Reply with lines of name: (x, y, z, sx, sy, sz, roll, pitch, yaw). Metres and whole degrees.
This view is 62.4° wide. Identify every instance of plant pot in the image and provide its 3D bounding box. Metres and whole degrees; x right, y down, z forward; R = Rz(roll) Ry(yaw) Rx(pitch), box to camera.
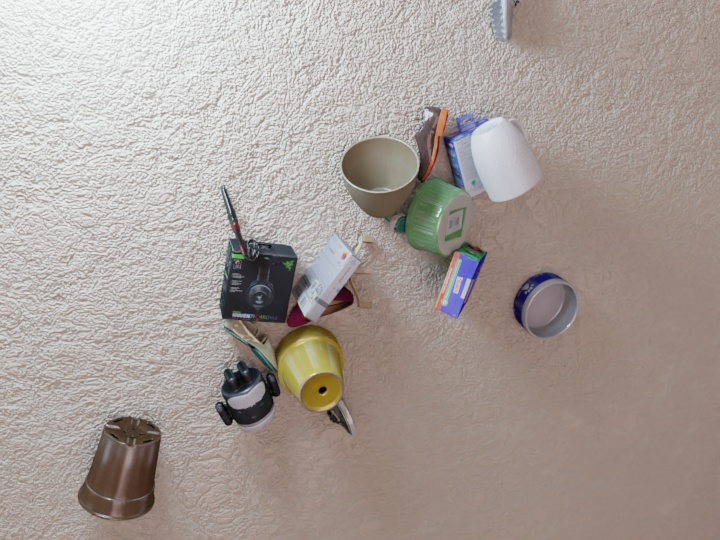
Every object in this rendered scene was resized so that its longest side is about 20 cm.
plant pot: (-0.626, 0.514, 1.581, 0.197, 0.200, 0.202, 13, 99, -23)
plant pot: (-0.128, 0.286, 1.650, 0.197, 0.189, 0.205, -8, 115, -17)

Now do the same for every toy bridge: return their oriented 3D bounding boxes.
toy bridge: (0.000, 0.000, 1.622, 0.066, 0.027, 0.205, 3, 85, -21)

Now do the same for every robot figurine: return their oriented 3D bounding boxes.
robot figurine: (-0.312, 0.353, 1.653, 0.147, 0.125, 0.203, -9, 119, 18)

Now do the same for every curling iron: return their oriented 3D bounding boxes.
curling iron: (-0.299, -0.115, 1.461, 0.049, 0.026, 0.203, -24, 83, -23)

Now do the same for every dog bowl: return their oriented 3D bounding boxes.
dog bowl: (0.589, 0.113, 1.889, 0.196, 0.079, 0.204, -7, 114, -16)

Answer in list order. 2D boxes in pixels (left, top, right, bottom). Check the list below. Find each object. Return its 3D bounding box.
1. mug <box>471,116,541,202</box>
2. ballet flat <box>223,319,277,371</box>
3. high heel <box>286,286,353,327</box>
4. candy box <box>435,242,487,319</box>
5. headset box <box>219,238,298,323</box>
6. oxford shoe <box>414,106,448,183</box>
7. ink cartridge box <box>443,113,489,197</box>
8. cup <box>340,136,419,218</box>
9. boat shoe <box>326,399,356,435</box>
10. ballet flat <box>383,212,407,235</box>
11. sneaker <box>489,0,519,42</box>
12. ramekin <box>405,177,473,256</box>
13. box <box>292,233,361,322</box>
mug: (0.375, -0.307, 1.532, 0.200, 0.146, 0.177, -47, 116, -32)
ballet flat: (-0.285, 0.192, 1.622, 0.069, 0.070, 0.200, -43, 111, 3)
high heel: (-0.112, 0.108, 1.631, 0.199, 0.096, 0.068, -37, 123, -1)
candy box: (0.286, 0.024, 1.679, 0.076, 0.200, 0.172, 23, 106, 12)
headset box: (-0.265, 0.021, 1.544, 0.171, 0.093, 0.204, 7, 109, -22)
oxford shoe: (0.175, -0.333, 1.576, 0.071, 0.071, 0.204, 16, 111, 6)
ink cartridge box: (0.310, -0.318, 1.612, 0.134, 0.076, 0.203, -25, 119, -9)
cup: (0.050, -0.220, 1.516, 0.197, 0.202, 0.144, -19, 144, -11)
boat shoe: (-0.072, 0.424, 1.799, 0.063, 0.071, 0.203, -28, 110, -6)
ballet flat: (0.131, -0.131, 1.627, 0.198, 0.071, 0.073, 10, 111, -53)
sneaker: (0.374, -0.679, 1.482, 0.080, 0.075, 0.204, -10, 114, -13)
ramekin: (0.218, -0.137, 1.595, 0.199, 0.097, 0.204, -29, 130, -40)
box: (-0.093, 0.017, 1.567, 0.041, 0.156, 0.201, 32, 98, -30)
